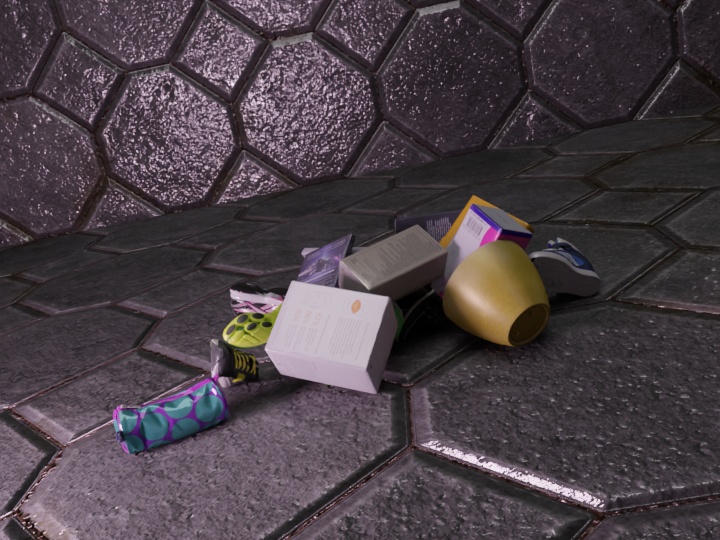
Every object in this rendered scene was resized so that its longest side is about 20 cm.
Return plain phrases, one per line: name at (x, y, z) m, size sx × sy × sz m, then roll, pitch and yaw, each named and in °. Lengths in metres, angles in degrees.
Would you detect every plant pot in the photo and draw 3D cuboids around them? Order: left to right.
plant pot at (0.279, 0.063, 1.439) m, size 0.199 × 0.201 × 0.142 m, roll -20°, pitch 43°, yaw -23°

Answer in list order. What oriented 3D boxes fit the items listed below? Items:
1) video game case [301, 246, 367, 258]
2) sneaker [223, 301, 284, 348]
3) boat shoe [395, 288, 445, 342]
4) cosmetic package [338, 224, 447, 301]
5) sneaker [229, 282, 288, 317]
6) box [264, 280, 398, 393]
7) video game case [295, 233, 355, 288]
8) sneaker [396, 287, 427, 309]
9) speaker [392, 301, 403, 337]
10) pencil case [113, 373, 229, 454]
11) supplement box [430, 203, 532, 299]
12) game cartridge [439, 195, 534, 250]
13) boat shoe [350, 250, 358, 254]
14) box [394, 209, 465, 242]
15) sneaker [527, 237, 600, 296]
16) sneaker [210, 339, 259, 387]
video game case at (-0.017, 0.018, 1.745) m, size 0.181 × 0.200 × 0.022 m, roll 1°, pitch 50°, yaw 36°
sneaker at (-0.186, 0.119, 1.468) m, size 0.074 × 0.084 × 0.200 m, roll 48°, pitch 36°, yaw 20°
boat shoe at (0.151, 0.095, 1.585) m, size 0.066 × 0.075 × 0.199 m, roll 31°, pitch 45°, yaw 22°
cosmetic package at (0.065, -0.005, 1.494) m, size 0.199 × 0.073 × 0.104 m, roll -25°, pitch 51°, yaw -26°
sneaker at (-0.224, 0.090, 1.847) m, size 0.199 × 0.087 × 0.080 m, roll 12°, pitch 22°, yaw 6°
box at (-0.050, 0.122, 1.389) m, size 0.199 × 0.107 × 0.153 m, roll 10°, pitch 60°, yaw 18°
video game case at (-0.089, 0.017, 1.606) m, size 0.142 × 0.019 × 0.201 m, roll -23°, pitch 34°, yaw 36°
sneaker at (0.097, 0.020, 1.657) m, size 0.074 × 0.107 × 0.200 m, roll -13°, pitch -11°, yaw -2°
speaker at (0.034, 0.083, 1.570) m, size 0.088 × 0.089 × 0.200 m, roll -14°, pitch 15°, yaw -5°
pencil case at (-0.342, 0.260, 1.357) m, size 0.199 × 0.093 × 0.085 m, roll -17°, pitch 18°, yaw -19°
supplement box at (0.243, -0.019, 1.526) m, size 0.103 × 0.201 × 0.101 m, roll 6°, pitch 30°, yaw -39°
game cartridge at (0.258, -0.049, 1.658) m, size 0.176 × 0.032 × 0.200 m, roll 35°, pitch 89°, yaw 40°
boat shoe at (0.000, 0.000, 1.609) m, size 0.199 × 0.069 × 0.057 m, roll 4°, pitch 21°, yaw 38°
box at (0.204, -0.063, 1.828) m, size 0.199 × 0.118 × 0.197 m, roll -7°, pitch -12°, yaw 16°
sneaker at (0.409, -0.021, 1.608) m, size 0.199 × 0.081 × 0.147 m, roll 16°, pitch 28°, yaw -24°
sneaker at (-0.242, 0.178, 1.463) m, size 0.084 × 0.075 × 0.200 m, roll -4°, pitch -17°, yaw -2°
